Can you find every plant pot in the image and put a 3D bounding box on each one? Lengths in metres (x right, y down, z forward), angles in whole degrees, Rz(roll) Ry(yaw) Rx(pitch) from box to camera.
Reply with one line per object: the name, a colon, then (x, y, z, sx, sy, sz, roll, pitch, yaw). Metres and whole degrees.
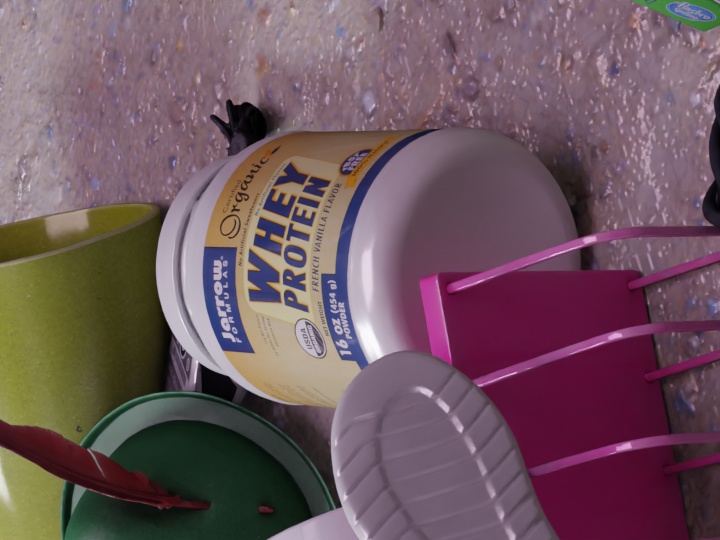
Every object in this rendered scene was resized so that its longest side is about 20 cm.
plant pot: (-0.188, 0.079, 1.660, 0.187, 0.187, 0.201, -1, 104, 51)

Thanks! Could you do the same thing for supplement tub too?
supplement tub: (0.000, 0.000, 1.423, 0.200, 0.144, 0.145, 2, 93, 51)

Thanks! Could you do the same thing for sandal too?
sandal: (0.050, 0.126, 1.215, 0.203, 0.082, 0.050, 58, 171, 28)

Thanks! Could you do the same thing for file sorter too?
file sorter: (0.133, 0.086, 1.266, 0.125, 0.139, 0.201, -20, 75, 47)

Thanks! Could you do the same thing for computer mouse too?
computer mouse: (-0.075, 0.012, 1.592, 0.110, 0.044, 0.201, -117, 36, -60)

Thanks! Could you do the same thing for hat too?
hat: (-0.127, 0.158, 1.500, 0.199, 0.176, 0.166, 26, 106, 12)

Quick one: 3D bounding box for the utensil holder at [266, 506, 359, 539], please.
utensil holder: (0.031, 0.227, 1.375, 0.170, 0.169, 0.201, -39, 60, 45)

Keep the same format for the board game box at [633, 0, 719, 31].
board game box: (0.164, -0.173, 1.200, 0.200, 0.153, 0.040, -21, 58, 50)

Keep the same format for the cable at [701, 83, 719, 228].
cable: (0.226, -0.061, 1.193, 0.200, 0.051, 0.164, 39, 108, 48)
